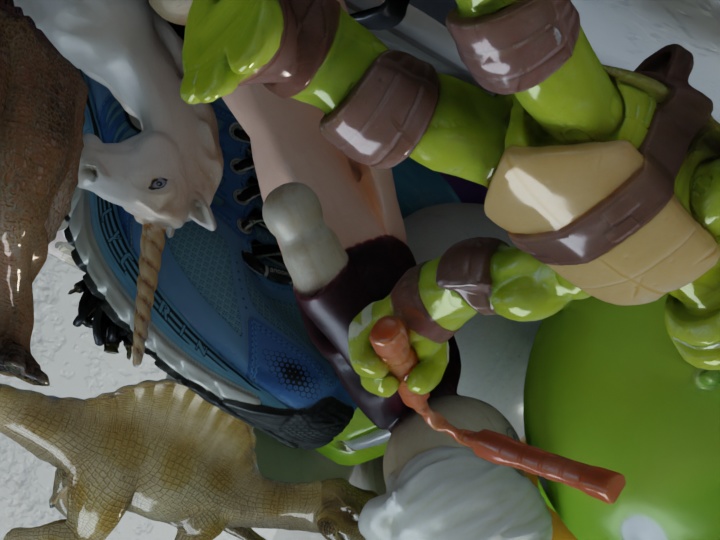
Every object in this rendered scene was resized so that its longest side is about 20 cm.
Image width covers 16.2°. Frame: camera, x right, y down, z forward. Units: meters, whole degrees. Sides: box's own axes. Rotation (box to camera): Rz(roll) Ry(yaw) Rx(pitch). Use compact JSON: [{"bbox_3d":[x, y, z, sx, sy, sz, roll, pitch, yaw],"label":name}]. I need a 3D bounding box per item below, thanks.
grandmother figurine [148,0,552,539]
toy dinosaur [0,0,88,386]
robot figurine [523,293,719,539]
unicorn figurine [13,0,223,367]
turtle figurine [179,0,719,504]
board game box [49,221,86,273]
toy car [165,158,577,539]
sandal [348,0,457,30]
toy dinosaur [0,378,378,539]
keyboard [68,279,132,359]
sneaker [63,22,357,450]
[{"bbox_3d":[0.000,0.000,0.734,0.201,0.060,0.121,66,-162,16],"label":"grandmother figurine"},{"bbox_3d":[-0.116,-0.055,0.682,0.085,0.136,0.200,5,155,29],"label":"toy dinosaur"},{"bbox_3d":[0.127,0.051,0.744,0.175,0.116,0.200,25,175,46],"label":"robot figurine"},{"bbox_3d":[-0.104,-0.090,0.779,0.137,0.074,0.200,45,-166,-42],"label":"unicorn figurine"},{"bbox_3d":[0.052,-0.025,0.536,0.161,0.065,0.200,38,144,-29],"label":"turtle figurine"},{"bbox_3d":[-0.132,-0.078,1.009,0.032,0.120,0.200,22,174,46],"label":"board game box"},{"bbox_3d":[0.037,0.021,0.922,0.199,0.151,0.175,26,147,-31],"label":"toy car"},{"bbox_3d":[-0.042,-0.090,0.609,0.200,0.043,0.076,28,178,19],"label":"sandal"},{"bbox_3d":[-0.084,0.067,0.861,0.199,0.101,0.058,20,-138,-17],"label":"toy dinosaur"},{"bbox_3d":[-0.115,-0.046,0.897,0.127,0.201,0.021,36,138,-26],"label":"keyboard"},{"bbox_3d":[-0.049,-0.033,0.824,0.200,0.090,0.078,60,-167,29],"label":"sneaker"}]
